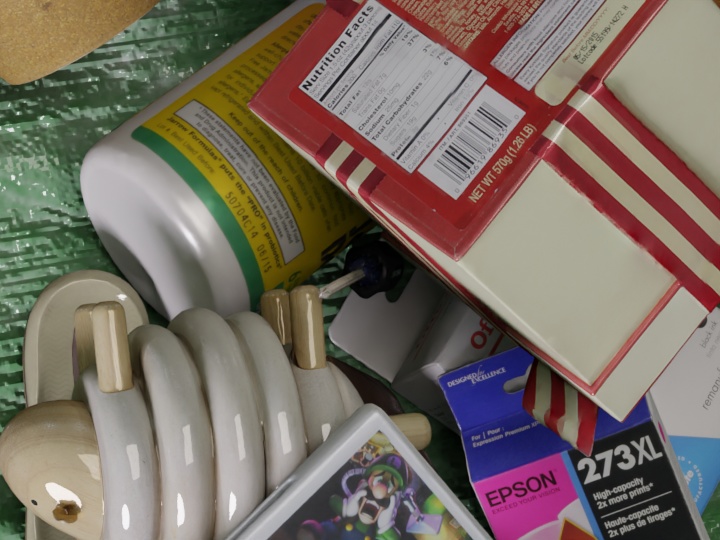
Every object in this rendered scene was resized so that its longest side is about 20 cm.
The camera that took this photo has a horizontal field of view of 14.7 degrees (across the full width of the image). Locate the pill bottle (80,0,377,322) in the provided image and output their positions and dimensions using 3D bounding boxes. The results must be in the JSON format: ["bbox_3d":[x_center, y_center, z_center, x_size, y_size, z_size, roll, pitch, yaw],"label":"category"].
[{"bbox_3d":[-0.027,-0.065,1.349,0.200,0.113,0.113,-38,93,-23],"label":"pill bottle"}]

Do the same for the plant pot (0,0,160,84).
[{"bbox_3d":[-0.179,-0.195,1.301,0.186,0.186,0.201,-38,109,-23],"label":"plant pot"}]

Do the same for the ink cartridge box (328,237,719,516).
[{"bbox_3d":[0.098,0.039,1.398,0.199,0.068,0.116,34,69,-10],"label":"ink cartridge box"}]

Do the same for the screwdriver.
[{"bbox_3d":[0.000,0.000,1.290,0.028,0.200,0.029,42,94,3],"label":"screwdriver"}]

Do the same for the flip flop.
[{"bbox_3d":[-0.116,0.099,1.309,0.081,0.058,0.201,-4,87,-21],"label":"flip flop"}]

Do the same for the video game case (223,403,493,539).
[{"bbox_3d":[0.002,0.191,1.197,0.182,0.023,0.200,-43,105,-11],"label":"video game case"}]

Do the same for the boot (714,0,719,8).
[{"bbox_3d":[0.203,-0.169,1.437,0.199,0.068,0.190,12,85,-52],"label":"boot"}]

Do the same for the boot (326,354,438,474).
[{"bbox_3d":[-0.001,0.145,1.305,0.201,0.064,0.186,62,30,4],"label":"boot"}]

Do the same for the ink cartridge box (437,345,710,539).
[{"bbox_3d":[0.116,0.126,1.350,0.094,0.037,0.201,-20,107,10],"label":"ink cartridge box"}]

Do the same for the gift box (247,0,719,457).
[{"bbox_3d":[0.091,-0.046,1.242,0.185,0.200,0.187,-48,139,2],"label":"gift box"}]

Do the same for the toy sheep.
[{"bbox_3d":[-0.063,0.076,1.240,0.199,0.138,0.139,-5,81,-14],"label":"toy sheep"}]
